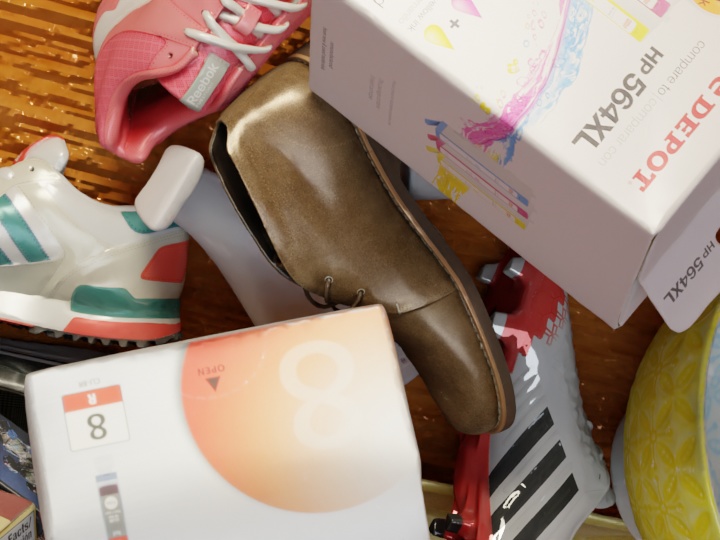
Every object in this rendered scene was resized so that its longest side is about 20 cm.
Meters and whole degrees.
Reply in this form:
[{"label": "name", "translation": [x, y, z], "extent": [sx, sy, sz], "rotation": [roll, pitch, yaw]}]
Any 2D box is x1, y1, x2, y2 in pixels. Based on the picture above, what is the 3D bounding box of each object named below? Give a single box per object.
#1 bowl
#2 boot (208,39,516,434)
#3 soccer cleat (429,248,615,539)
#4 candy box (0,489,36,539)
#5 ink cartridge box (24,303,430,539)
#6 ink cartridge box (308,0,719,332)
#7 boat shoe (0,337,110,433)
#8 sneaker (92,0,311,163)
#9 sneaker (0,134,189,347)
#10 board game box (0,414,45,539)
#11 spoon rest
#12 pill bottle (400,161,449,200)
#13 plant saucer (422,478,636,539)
[{"label": "bowl", "translation": [0.185, 0.093, 1.359], "extent": [0.107, 0.200, 0.200], "rotation": [-12, 118, 45]}, {"label": "boot", "translation": [0.000, 0.000, 1.273], "extent": [0.075, 0.074, 0.200], "rotation": [-37, 105, -22]}, {"label": "soccer cleat", "translation": [0.085, 0.080, 1.354], "extent": [0.085, 0.069, 0.201], "rotation": [13, 76, -18]}, {"label": "candy box", "translation": [-0.202, 0.178, 1.276], "extent": [0.115, 0.055, 0.201], "rotation": [18, 127, 25]}, {"label": "ink cartridge box", "translation": [-0.048, 0.124, 1.193], "extent": [0.162, 0.050, 0.201], "rotation": [-11, 66, -5]}, {"label": "ink cartridge box", "translation": [0.094, -0.084, 1.172], "extent": [0.200, 0.125, 0.129], "rotation": [38, 75, 10]}, {"label": "boat shoe", "translation": [-0.197, 0.065, 1.344], "extent": [0.199, 0.071, 0.072], "rotation": [1, 110, -4]}, {"label": "sneaker", "translation": [-0.053, -0.111, 1.247], "extent": [0.074, 0.087, 0.200], "rotation": [29, 137, -23]}, {"label": "sneaker", "translation": [-0.175, -0.022, 1.327], "extent": [0.199, 0.070, 0.094], "rotation": [10, 91, -8]}, {"label": "board game box", "translation": [-0.166, 0.131, 1.285], "extent": [0.200, 0.035, 0.136], "rotation": [34, 133, 12]}, {"label": "spoon rest", "translation": [-0.030, -0.006, 1.329], "extent": [0.200, 0.061, 0.100], "rotation": [33, 91, -39]}, {"label": "pill bottle", "translation": [0.116, -0.085, 1.299], "extent": [0.199, 0.113, 0.114], "rotation": [-3, 110, -5]}, {"label": "plant saucer", "translation": [0.029, 0.191, 1.423], "extent": [0.199, 0.048, 0.201], "rotation": [12, 107, -9]}]
